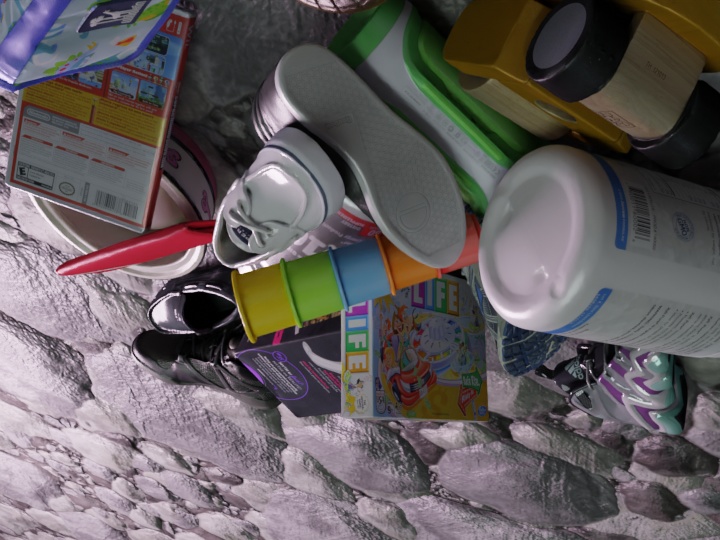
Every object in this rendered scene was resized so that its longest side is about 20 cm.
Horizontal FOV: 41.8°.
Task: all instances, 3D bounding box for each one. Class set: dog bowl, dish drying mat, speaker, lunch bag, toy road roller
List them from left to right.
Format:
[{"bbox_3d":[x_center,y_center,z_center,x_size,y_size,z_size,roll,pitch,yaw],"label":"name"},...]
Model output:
[{"bbox_3d":[-0.170,-0.226,0.635,0.127,0.201,0.170,38,140,-18],"label":"lunch bag"},{"bbox_3d":[-0.232,-0.084,0.946,0.198,0.074,0.201,14,142,11],"label":"dog bowl"},{"bbox_3d":[-0.202,-0.021,0.893,0.199,0.076,0.018,-12,87,38],"label":"dish drying mat"},{"bbox_3d":[0.066,-0.120,0.730,0.200,0.089,0.088,40,140,-20],"label":"speaker"},{"bbox_3d":[0.161,-0.163,0.617,0.122,0.147,0.200,26,-178,-25],"label":"toy road roller"}]

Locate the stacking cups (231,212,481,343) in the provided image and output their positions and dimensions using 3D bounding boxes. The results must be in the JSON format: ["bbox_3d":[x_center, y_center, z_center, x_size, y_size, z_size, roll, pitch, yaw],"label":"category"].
[{"bbox_3d":[0.000,0.000,0.750,0.198,0.061,0.061,-17,137,-3],"label":"stacking cups"}]

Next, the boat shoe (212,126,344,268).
[{"bbox_3d":[-0.068,-0.041,0.707,0.074,0.065,0.200,44,158,0],"label":"boat shoe"}]

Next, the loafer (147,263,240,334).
[{"bbox_3d":[-0.184,0.038,1.065,0.200,0.071,0.068,-20,115,42],"label":"loafer"}]

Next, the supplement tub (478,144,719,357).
[{"bbox_3d":[0.200,-0.009,0.698,0.198,0.133,0.132,11,150,-29],"label":"supplement tub"}]

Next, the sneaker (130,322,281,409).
[{"bbox_3d":[-0.179,0.096,1.137,0.198,0.077,0.115,19,141,2],"label":"sneaker"}]

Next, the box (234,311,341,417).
[{"bbox_3d":[-0.012,0.070,0.986,0.199,0.107,0.122,-13,129,39],"label":"box"}]

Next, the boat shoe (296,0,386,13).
[{"bbox_3d":[0.015,-0.228,0.644,0.199,0.067,0.074,7,143,41],"label":"boat shoe"}]

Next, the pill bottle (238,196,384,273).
[{"bbox_3d":[-0.032,-0.050,0.845,0.113,0.114,0.200,32,142,-11],"label":"pill bottle"}]

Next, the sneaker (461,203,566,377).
[{"bbox_3d":[0.136,0.013,0.866,0.077,0.085,0.201,-27,132,-7],"label":"sneaker"}]

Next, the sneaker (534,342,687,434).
[{"bbox_3d":[0.232,0.088,0.900,0.139,0.078,0.201,1,137,26],"label":"sneaker"}]

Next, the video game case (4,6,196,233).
[{"bbox_3d":[-0.232,-0.148,0.828,0.142,0.017,0.202,19,110,6],"label":"video game case"}]

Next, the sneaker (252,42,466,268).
[{"bbox_3d":[-0.002,-0.082,0.707,0.200,0.071,0.099,46,165,-21],"label":"sneaker"}]

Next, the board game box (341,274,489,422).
[{"bbox_3d":[0.053,0.067,0.851,0.034,0.136,0.199,-8,167,34],"label":"board game box"}]
